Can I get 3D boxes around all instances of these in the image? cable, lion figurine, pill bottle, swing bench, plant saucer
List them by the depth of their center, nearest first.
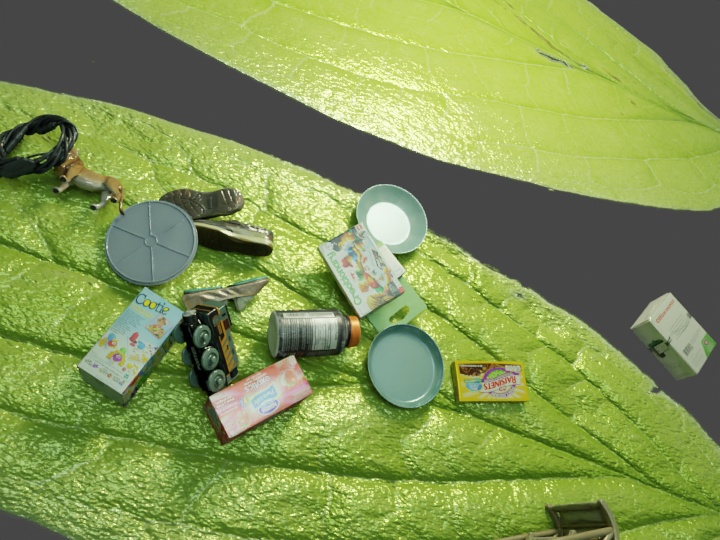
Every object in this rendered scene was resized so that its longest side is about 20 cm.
[{"bbox_3d":[-0.703,-0.273,1.336,0.199,0.051,0.164,-22,51,1],"label":"cable"},{"bbox_3d":[0.432,0.603,1.339,0.199,0.199,0.130,-19,75,-27],"label":"swing bench"},{"bbox_3d":[-0.599,-0.200,1.369,0.199,0.073,0.123,31,31,-18],"label":"lion figurine"},{"bbox_3d":[-0.102,0.141,1.389,0.199,0.106,0.107,1,67,-21],"label":"pill bottle"},{"bbox_3d":[0.106,0.228,1.472,0.199,0.027,0.201,7,69,-19],"label":"plant saucer"},{"bbox_3d":[0.078,-0.130,1.620,0.200,0.039,0.202,8,65,-17],"label":"plant saucer"}]

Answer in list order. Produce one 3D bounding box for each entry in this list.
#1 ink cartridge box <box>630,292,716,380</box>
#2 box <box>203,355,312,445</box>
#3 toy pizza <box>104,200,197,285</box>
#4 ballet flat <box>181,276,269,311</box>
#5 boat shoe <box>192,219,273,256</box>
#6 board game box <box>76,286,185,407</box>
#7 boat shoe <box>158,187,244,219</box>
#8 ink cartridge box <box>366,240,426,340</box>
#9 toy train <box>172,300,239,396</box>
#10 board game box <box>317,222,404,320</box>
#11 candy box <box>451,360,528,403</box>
[{"bbox_3d":[0.899,0.188,1.774,0.146,0.084,0.200,-37,84,-31],"label":"ink cartridge box"},{"bbox_3d":[-0.214,0.270,1.289,0.199,0.103,0.095,-24,77,-29],"label":"box"},{"bbox_3d":[-0.461,-0.060,1.364,0.199,0.032,0.201,2,71,-5],"label":"toy pizza"},{"bbox_3d":[-0.297,0.061,1.381,0.199,0.068,0.068,-11,91,-20],"label":"ballet flat"},{"bbox_3d":[-0.300,-0.084,1.439,0.199,0.073,0.065,16,49,-15],"label":"boat shoe"},{"bbox_3d":[-0.455,0.154,1.243,0.105,0.103,0.200,33,60,1],"label":"board game box"},{"bbox_3d":[-0.367,-0.147,1.435,0.199,0.073,0.075,0,79,1],"label":"boat shoe"},{"bbox_3d":[0.054,0.048,1.508,0.145,0.048,0.200,-37,82,-15],"label":"ink cartridge box"},{"bbox_3d":[-0.307,0.159,1.269,0.114,0.085,0.201,-40,126,-48],"label":"toy train"},{"bbox_3d":[0.000,0.000,1.470,0.126,0.035,0.201,-30,80,-13],"label":"board game box"},{"bbox_3d":[0.325,0.279,1.542,0.199,0.026,0.103,4,69,-20],"label":"candy box"}]
